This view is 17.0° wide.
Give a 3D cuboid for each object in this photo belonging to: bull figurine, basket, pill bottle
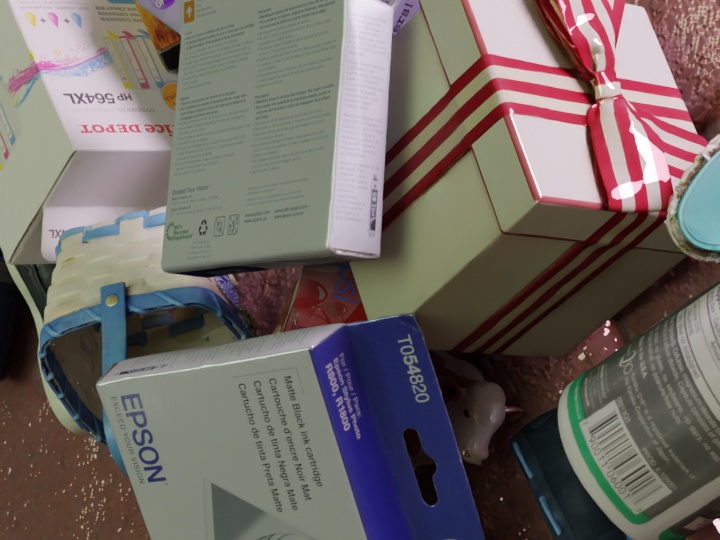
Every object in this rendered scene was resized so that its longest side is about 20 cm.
[{"bbox_3d":[0.014,0.080,1.541,0.200,0.065,0.122,45,109,35],"label":"bull figurine"},{"bbox_3d":[-0.135,0.070,1.583,0.138,0.177,0.201,-10,57,10],"label":"basket"},{"bbox_3d":[0.218,0.062,1.353,0.200,0.113,0.114,-36,60,26],"label":"pill bottle"}]

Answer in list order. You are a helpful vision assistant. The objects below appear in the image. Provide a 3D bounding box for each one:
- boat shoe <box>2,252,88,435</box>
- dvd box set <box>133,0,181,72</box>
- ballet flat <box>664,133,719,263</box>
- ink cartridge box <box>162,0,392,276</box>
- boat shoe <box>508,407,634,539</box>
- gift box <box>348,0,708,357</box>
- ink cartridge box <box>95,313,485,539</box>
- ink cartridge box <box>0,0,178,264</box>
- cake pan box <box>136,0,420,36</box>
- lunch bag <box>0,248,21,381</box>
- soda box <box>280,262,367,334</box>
[{"bbox_3d":[-0.204,0.013,1.722,0.066,0.074,0.200,-28,64,28],"label":"boat shoe"},{"bbox_3d":[-0.110,-0.253,1.701,0.146,0.029,0.201,-26,61,2],"label":"dvd box set"},{"bbox_3d":[0.246,-0.071,1.355,0.200,0.064,0.076,-40,91,-12],"label":"ballet flat"},{"bbox_3d":[-0.051,-0.101,1.441,0.199,0.040,0.201,-4,81,56],"label":"ink cartridge box"},{"bbox_3d":[0.137,0.176,1.419,0.068,0.084,0.201,-22,51,12],"label":"boat shoe"},{"bbox_3d":[0.105,-0.070,1.434,0.187,0.199,0.185,-43,59,41],"label":"gift box"},{"bbox_3d":[-0.036,0.133,1.423,0.199,0.041,0.201,-11,108,22],"label":"ink cartridge box"},{"bbox_3d":[-0.194,-0.101,1.686,0.125,0.128,0.201,-54,52,40],"label":"ink cartridge box"},{"bbox_3d":[-0.034,-0.207,1.575,0.184,0.052,0.201,39,106,28],"label":"cake pan box"},{"bbox_3d":[-0.344,-0.006,1.796,0.199,0.136,0.133,14,88,40],"label":"lunch bag"},{"bbox_3d":[0.000,0.000,1.497,0.064,0.070,0.201,105,-179,-46],"label":"soda box"}]
